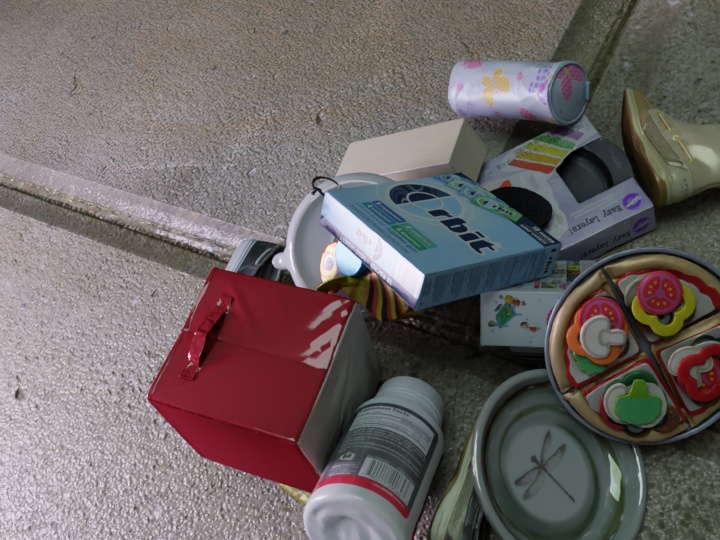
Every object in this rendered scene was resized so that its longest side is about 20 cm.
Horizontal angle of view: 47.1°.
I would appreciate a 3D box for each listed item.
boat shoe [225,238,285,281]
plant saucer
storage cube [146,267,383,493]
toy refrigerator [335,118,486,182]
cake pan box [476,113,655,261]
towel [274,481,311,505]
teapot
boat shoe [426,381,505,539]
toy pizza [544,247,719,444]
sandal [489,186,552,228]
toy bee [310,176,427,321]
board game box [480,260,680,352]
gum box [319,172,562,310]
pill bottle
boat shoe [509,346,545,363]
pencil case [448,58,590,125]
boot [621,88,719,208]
[{"bbox_3d":[-0.153,0.036,1.111,0.070,0.072,0.201,-3,54,25],"label":"boat shoe"},{"bbox_3d":[0.192,0.202,0.832,0.198,0.050,0.202,8,65,-18],"label":"plant saucer"},{"bbox_3d":[-0.095,0.126,0.922,0.178,0.201,0.172,12,61,21],"label":"storage cube"},{"bbox_3d":[0.066,-0.138,1.117,0.199,0.070,0.076,-5,53,41],"label":"toy refrigerator"},{"bbox_3d":[0.248,-0.090,1.052,0.199,0.052,0.185,-25,53,4],"label":"cake pan box"},{"bbox_3d":[-0.078,0.186,1.009,0.199,0.023,0.144,26,70,35],"label":"towel"},{"bbox_3d":[0.008,-0.029,1.052,0.199,0.146,0.198,37,95,6],"label":"teapot"},{"bbox_3d":[0.136,0.218,0.874,0.064,0.073,0.201,19,75,26],"label":"boat shoe"},{"bbox_3d":[0.280,0.078,0.801,0.198,0.202,0.032,-16,10,11],"label":"toy pizza"},{"bbox_3d":[0.143,-0.040,0.990,0.199,0.045,0.075,-30,61,-20],"label":"sandal"},{"bbox_3d":[0.000,0.000,0.939,0.109,0.130,0.201,-63,31,30],"label":"toy bee"},{"bbox_3d":[0.237,0.034,0.901,0.198,0.065,0.148,1,13,15],"label":"board game box"},{"bbox_3d":[0.085,-0.040,0.877,0.199,0.045,0.170,-11,38,-36],"label":"gum box"},{"bbox_3d":[0.026,0.204,0.866,0.110,0.112,0.200,1,32,23],"label":"pill bottle"},{"bbox_3d":[0.262,0.102,0.907,0.198,0.070,0.067,1,95,17],"label":"boat shoe"},{"bbox_3d":[0.211,-0.244,1.123,0.199,0.090,0.084,18,102,51],"label":"pencil case"},{"bbox_3d":[0.415,-0.166,1.025,0.154,0.073,0.201,-10,43,8],"label":"boot"}]
